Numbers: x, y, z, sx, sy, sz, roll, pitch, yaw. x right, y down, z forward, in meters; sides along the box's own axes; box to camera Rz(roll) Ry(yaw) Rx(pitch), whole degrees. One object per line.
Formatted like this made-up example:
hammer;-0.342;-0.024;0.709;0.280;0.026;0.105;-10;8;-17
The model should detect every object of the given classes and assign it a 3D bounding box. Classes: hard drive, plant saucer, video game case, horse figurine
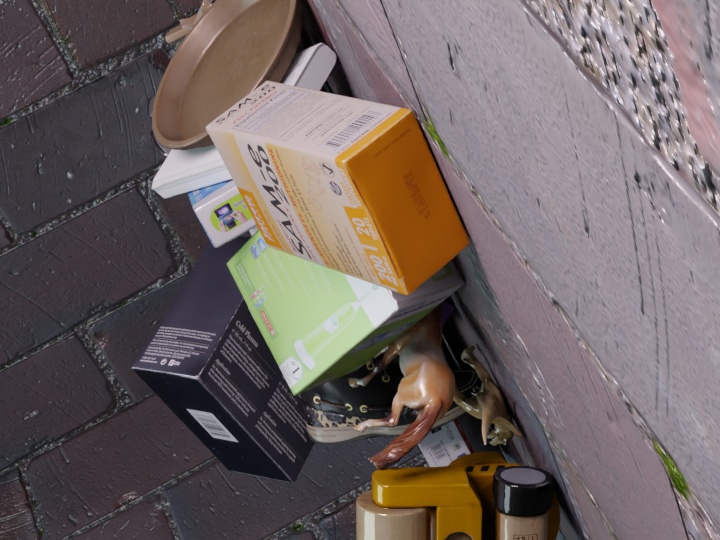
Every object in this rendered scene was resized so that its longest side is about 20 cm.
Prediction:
hard drive;-0.113;-0.138;1.488;0.026;0.132;0.200;40;153;-24
plant saucer;-0.122;-0.195;1.487;0.029;0.200;0.200;34;-167;-32
video game case;-0.079;-0.101;1.520;0.046;0.181;0.200;62;177;-15
horse figurine;0.044;0.099;1.473;0.050;0.132;0.201;32;-146;-30

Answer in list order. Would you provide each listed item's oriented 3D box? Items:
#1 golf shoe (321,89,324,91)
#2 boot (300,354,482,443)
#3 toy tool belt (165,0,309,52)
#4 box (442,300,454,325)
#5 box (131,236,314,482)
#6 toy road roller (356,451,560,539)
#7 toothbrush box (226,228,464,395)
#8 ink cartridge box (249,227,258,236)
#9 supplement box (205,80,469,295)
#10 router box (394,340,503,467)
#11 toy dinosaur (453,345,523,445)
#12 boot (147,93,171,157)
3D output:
golf shoe;-0.033;-0.113;1.698;0.201;0.075;0.092;63;180;2
boot;0.016;0.092;1.634;0.074;0.203;0.154;-60;-46;-62
toy tool belt;-0.128;-0.225;1.629;0.200;0.122;0.125;-122;19;-57
box;0.000;0.000;1.618;0.200;0.039;0.137;34;176;1
box;-0.116;0.095;1.699;0.104;0.183;0.200;5;144;40
toy road roller;0.092;0.239;1.510;0.146;0.199;0.124;-112;21;-76
toothbrush box;-0.019;0.003;1.428;0.146;0.086;0.200;61;142;12
ink cartridge box;-0.060;-0.070;1.831;0.201;0.144;0.084;62;177;16
supplement box;-0.021;-0.068;1.227;0.200;0.073;0.126;19;141;53
router box;0.088;0.149;1.773;0.201;0.049;0.179;62;-168;-2
toy dinosaur;0.122;0.127;1.529;0.101;0.058;0.200;46;180;14
boot;-0.179;-0.168;1.743;0.070;0.132;0.200;23;-150;-26
